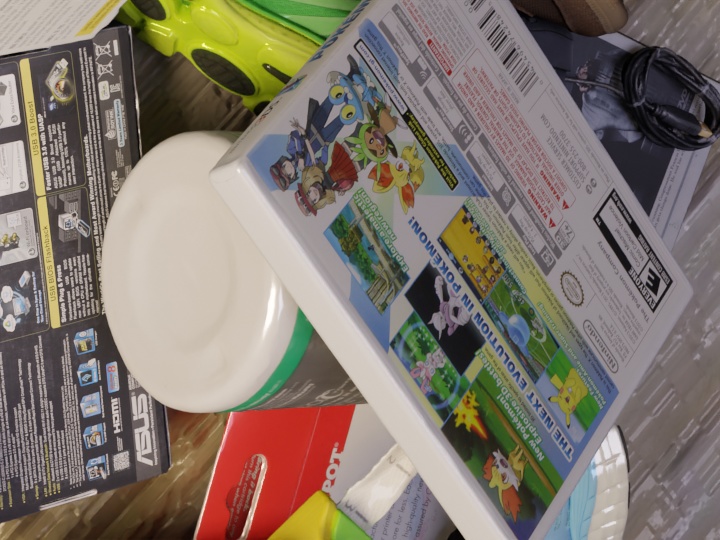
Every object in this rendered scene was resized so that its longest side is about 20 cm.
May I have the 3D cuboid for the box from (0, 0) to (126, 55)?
[{"bbox_3d":[-0.177,-0.104,0.826,0.199,0.082,0.049,-14,82,-32],"label":"box"}]

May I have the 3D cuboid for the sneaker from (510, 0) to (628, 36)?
[{"bbox_3d":[0.044,-0.155,0.986,0.075,0.071,0.200,-31,139,17],"label":"sneaker"}]

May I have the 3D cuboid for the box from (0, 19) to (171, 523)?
[{"bbox_3d":[-0.163,0.007,0.926,0.161,0.049,0.201,-17,113,-32],"label":"box"}]

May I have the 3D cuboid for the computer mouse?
[{"bbox_3d":[0.103,-0.086,1.062,0.199,0.034,0.059,8,97,-36],"label":"computer mouse"}]

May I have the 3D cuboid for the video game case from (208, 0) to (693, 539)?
[{"bbox_3d":[0.045,-0.013,0.909,0.200,0.022,0.182,55,46,-18],"label":"video game case"}]

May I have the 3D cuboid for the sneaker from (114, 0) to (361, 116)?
[{"bbox_3d":[-0.056,-0.131,0.957,0.200,0.074,0.084,39,52,-31],"label":"sneaker"}]

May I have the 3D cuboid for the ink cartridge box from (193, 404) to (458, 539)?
[{"bbox_3d":[-0.003,0.102,1.052,0.199,0.067,0.117,11,99,-37],"label":"ink cartridge box"}]

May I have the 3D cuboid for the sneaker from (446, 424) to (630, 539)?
[{"bbox_3d":[0.074,0.144,1.046,0.090,0.078,0.201,-13,111,-13],"label":"sneaker"}]

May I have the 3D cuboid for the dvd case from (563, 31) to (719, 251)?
[{"bbox_3d":[0.082,-0.052,1.094,0.200,0.025,0.151,20,91,-38],"label":"dvd case"}]

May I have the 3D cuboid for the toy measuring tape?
[{"bbox_3d":[0.001,0.120,0.918,0.200,0.074,0.074,-44,125,-2],"label":"toy measuring tape"}]

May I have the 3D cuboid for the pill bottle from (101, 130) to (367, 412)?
[{"bbox_3d":[0.000,0.000,0.957,0.200,0.113,0.114,-1,105,-45],"label":"pill bottle"}]
